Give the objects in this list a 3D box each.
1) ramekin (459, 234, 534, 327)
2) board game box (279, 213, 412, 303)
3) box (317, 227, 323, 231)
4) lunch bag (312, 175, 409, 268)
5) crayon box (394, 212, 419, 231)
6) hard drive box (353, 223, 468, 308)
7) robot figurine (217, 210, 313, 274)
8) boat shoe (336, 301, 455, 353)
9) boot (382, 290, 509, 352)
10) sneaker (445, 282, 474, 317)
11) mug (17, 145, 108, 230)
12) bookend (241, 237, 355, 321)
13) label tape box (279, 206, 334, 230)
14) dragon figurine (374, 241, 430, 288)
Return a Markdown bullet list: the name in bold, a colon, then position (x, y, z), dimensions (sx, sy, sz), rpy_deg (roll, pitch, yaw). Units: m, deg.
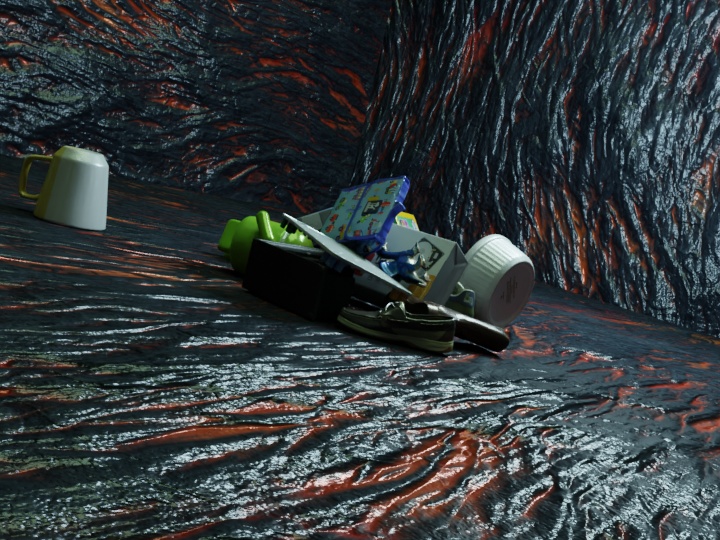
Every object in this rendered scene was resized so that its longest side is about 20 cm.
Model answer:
- **ramekin**: position (0.289, 0.033, 1.853), dimensions (0.094, 0.205, 0.200), rpy_deg (32, 16, 38)
- **board game box**: position (-0.029, -0.020, 1.527), dimensions (0.198, 0.026, 0.200), rpy_deg (27, 7, -39)
- **box**: position (-0.036, -0.048, 1.940), dimensions (0.161, 0.088, 0.199), rpy_deg (-21, -9, 22)
- **lunch bag**: position (0.020, -0.098, 1.696), dimensions (0.094, 0.152, 0.198), rpy_deg (41, -32, -24)
- **crayon box**: position (0.105, -0.031, 1.947), dimensions (0.058, 0.203, 0.118), rpy_deg (-24, -14, 24)
- **hard drive box**: position (0.090, 0.003, 1.727), dimensions (0.198, 0.157, 0.077), rpy_deg (18, -22, 39)
- **robot figurine**: position (-0.179, -0.037, 1.706), dimensions (0.196, 0.117, 0.176), rpy_deg (15, -24, 17)
- **boat shoe**: position (0.061, 0.082, 1.423), dimensions (0.196, 0.066, 0.073), rpy_deg (13, 8, -2)
- **boot**: position (0.156, 0.096, 1.579), dimensions (0.197, 0.065, 0.186), rpy_deg (16, 1, -28)
- **sneaker**: position (0.186, 0.063, 1.779), dimensions (0.066, 0.092, 0.200), rpy_deg (11, 6, -18)
- **mug**: position (-0.613, -0.180, 1.812), dimensions (0.183, 0.156, 0.149), rpy_deg (11, 7, -26)
- **bookend**: position (-0.071, 0.021, 1.540), dimensions (0.198, 0.094, 0.197), rpy_deg (21, 9, 43)
- **label tape box**: position (-0.142, -0.093, 2.031), dimensions (0.196, 0.065, 0.144), rpy_deg (-17, 2, -7)
- **dragon figurine**: position (0.075, 0.004, 1.621), dimensions (0.098, 0.059, 0.201), rpy_deg (-22, 32, 8)
